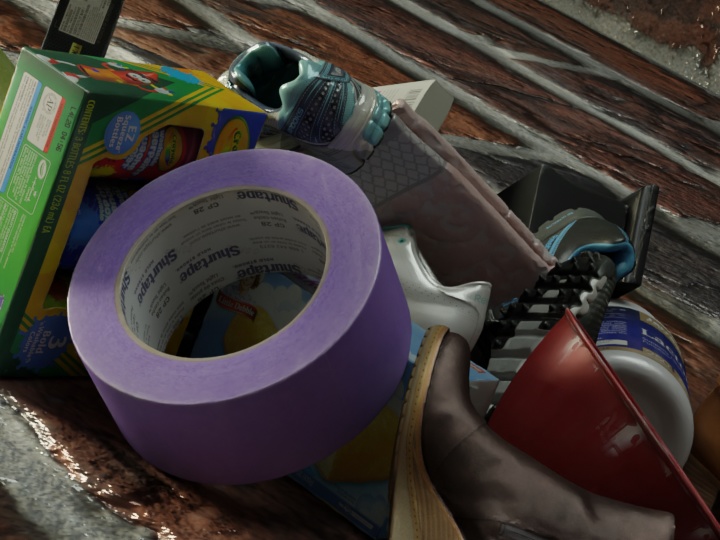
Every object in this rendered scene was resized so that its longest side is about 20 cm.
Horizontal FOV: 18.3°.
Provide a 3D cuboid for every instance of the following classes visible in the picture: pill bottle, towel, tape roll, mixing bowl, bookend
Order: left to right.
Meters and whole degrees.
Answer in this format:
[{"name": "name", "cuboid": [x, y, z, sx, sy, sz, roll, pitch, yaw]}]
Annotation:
[{"name": "tape roll", "cuboid": [-0.074, 0.026, 1.378, 0.200, 0.200, 0.085, 33, -24, 36]}, {"name": "towel", "cuboid": [0.010, -0.021, 1.603, 0.191, 0.200, 0.032, 45, 40, -29]}, {"name": "bookend", "cuboid": [0.101, -0.034, 1.811, 0.199, 0.092, 0.199, 22, -25, -18]}, {"name": "mixing bowl", "cuboid": [0.145, 0.136, 1.413, 0.200, 0.108, 0.200, 54, 5, -8]}, {"name": "pill bottle", "cuboid": [0.188, 0.091, 1.679, 0.115, 0.116, 0.200, 21, 15, 0]}]

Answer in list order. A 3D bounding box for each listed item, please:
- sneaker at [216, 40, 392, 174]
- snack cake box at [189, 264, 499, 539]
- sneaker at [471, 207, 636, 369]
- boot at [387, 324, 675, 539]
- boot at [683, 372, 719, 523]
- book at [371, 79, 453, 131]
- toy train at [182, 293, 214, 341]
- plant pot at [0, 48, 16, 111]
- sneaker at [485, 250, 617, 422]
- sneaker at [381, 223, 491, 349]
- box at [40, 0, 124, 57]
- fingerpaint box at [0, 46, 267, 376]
[{"name": "sneaker", "cuboid": [-0.057, -0.128, 1.532, 0.086, 0.078, 0.200, 36, -11, -30]}, {"name": "snack cake box", "cuboid": [-0.017, 0.075, 1.456, 0.200, 0.115, 0.067, 33, 19, 36]}, {"name": "sneaker", "cuboid": [0.118, 0.027, 1.673, 0.073, 0.200, 0.082, 51, -8, -22]}, {"name": "boot", "cuboid": [0.099, 0.134, 1.308, 0.166, 0.201, 0.072, 7, -25, -1]}, {"name": "boot", "cuboid": [0.322, 0.145, 1.600, 0.200, 0.155, 0.074, 29, 17, 26]}, {"name": "book", "cuboid": [-0.024, -0.093, 1.844, 0.048, 0.134, 0.200, 43, -24, -28]}, {"name": "toy train", "cuboid": [-0.163, -0.011, 1.629, 0.199, 0.086, 0.114, 26, 6, 14]}, {"name": "plant pot", "cuboid": [-0.279, -0.077, 1.537, 0.190, 0.200, 0.200, 39, 20, 17]}, {"name": "sneaker", "cuboid": [0.128, 0.081, 1.550, 0.066, 0.200, 0.091, 3, -37, 51]}, {"name": "sneaker", "cuboid": [0.000, 0.000, 1.559, 0.199, 0.089, 0.075, 27, -2, 18]}, {"name": "box", "cuboid": [-0.236, -0.150, 1.765, 0.051, 0.201, 0.158, 21, 16, -8]}, {"name": "fingerpaint box", "cuboid": [-0.169, -0.032, 1.455, 0.073, 0.201, 0.166, 34, 19, 35]}]
